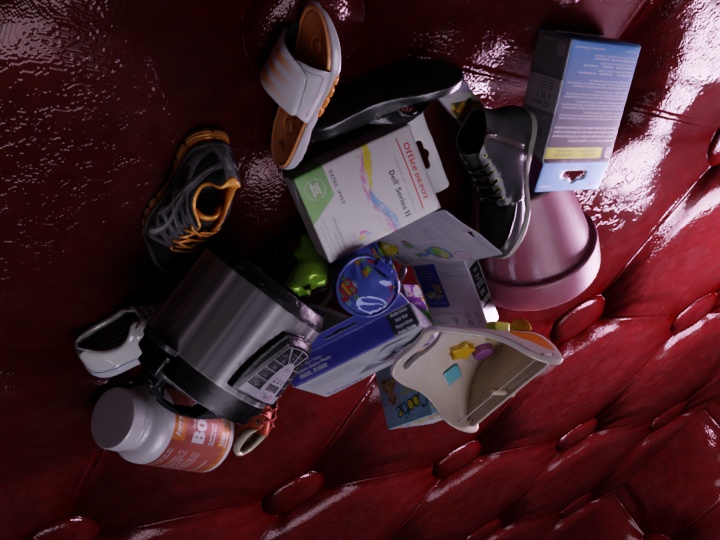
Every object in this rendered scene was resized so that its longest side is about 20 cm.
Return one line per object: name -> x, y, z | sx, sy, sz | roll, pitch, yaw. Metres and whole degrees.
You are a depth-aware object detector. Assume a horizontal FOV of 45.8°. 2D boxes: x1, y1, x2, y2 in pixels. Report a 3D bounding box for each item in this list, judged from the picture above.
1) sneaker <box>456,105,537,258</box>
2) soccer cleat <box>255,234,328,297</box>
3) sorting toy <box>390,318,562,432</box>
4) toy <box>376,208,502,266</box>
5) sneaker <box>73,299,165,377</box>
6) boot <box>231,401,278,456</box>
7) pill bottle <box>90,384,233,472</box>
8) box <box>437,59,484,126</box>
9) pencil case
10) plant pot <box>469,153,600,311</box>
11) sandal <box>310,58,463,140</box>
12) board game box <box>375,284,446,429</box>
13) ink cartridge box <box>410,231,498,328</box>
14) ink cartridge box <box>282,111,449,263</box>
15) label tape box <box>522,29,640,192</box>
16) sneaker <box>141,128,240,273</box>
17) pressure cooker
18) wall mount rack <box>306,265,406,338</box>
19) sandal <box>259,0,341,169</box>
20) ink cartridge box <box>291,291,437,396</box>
sneaker -> 0.163, -0.113, 1.099 | 0.106, 0.075, 0.202 | -6, 104, -42
soccer cleat -> -0.125, 0.017, 1.148 | 0.199, 0.082, 0.067 | -26, 160, 30
sorting toy -> 0.142, 0.125, 1.192 | 0.179, 0.107, 0.200 | 14, 135, -30
toy -> 0.088, -0.054, 1.158 | 0.115, 0.047, 0.199 | 32, 154, -31
sneaker -> -0.267, 0.072, 1.085 | 0.199, 0.073, 0.071 | -30, 150, -6
boot -> -0.147, 0.197, 1.320 | 0.200, 0.107, 0.075 | -47, 143, 18
pill bottle -> -0.285, 0.227, 1.232 | 0.112, 0.112, 0.200 | -42, 147, 13
box -> 0.144, -0.203, 1.113 | 0.039, 0.042, 0.200 | -43, 147, 10
pencil case -> 0.000, 0.000, 1.106 | 0.078, 0.200, 0.087 | 36, 95, -12
plant pot -> 0.242, -0.072, 1.248 | 0.199, 0.200, 0.180 | -28, 131, -8
sandal -> 0.024, -0.195, 0.994 | 0.199, 0.076, 0.048 | -20, 140, -5
board game box -> 0.089, 0.134, 1.330 | 0.103, 0.201, 0.105 | 2, 158, -42
ink cartridge box -> 0.125, -0.004, 1.244 | 0.039, 0.099, 0.201 | -45, 122, -41
ink cartridge box -> 0.020, -0.108, 1.055 | 0.199, 0.067, 0.118 | -27, 108, -10
label tape box -> 0.284, -0.211, 1.141 | 0.143, 0.066, 0.201 | -7, 118, -36
sneaker -> -0.193, -0.063, 0.972 | 0.078, 0.077, 0.201 | -7, 140, -37
pressure cooker -> -0.161, 0.087, 1.012 | 0.176, 0.179, 0.200 | 39, 86, -12
wall mount rack -> -0.021, 0.053, 1.254 | 0.199, 0.075, 0.174 | 25, 121, -37
sandal -> -0.077, -0.186, 0.911 | 0.059, 0.079, 0.207 | -13, 144, -32
ink cartridge box -> 0.000, 0.110, 1.179 | 0.199, 0.041, 0.200 | -28, 160, 9
